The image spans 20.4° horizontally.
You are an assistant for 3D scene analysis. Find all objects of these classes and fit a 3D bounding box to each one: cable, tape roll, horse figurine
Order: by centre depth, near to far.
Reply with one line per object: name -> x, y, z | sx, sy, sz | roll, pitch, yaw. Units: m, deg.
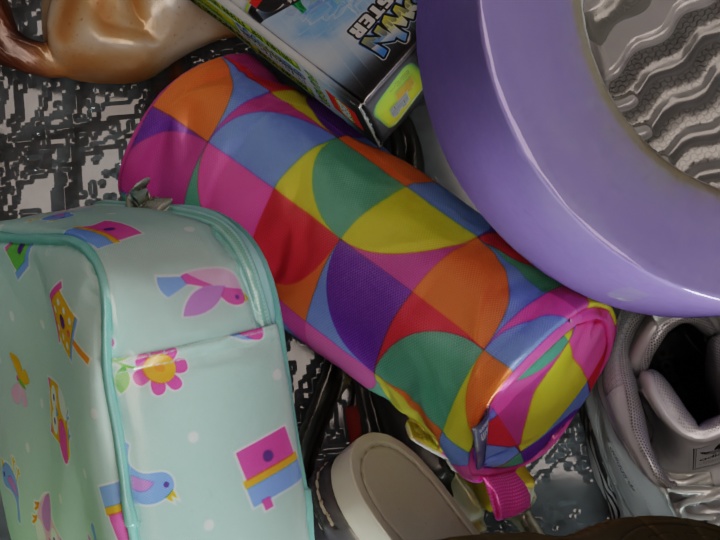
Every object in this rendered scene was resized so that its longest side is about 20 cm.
tape roll -> 0.123, -0.085, 0.673 | 0.198, 0.085, 0.202 | 1, 87, -12
horse figurine -> -0.081, -0.127, 0.799 | 0.199, 0.050, 0.133 | -19, 83, -6
cable -> 0.006, 0.033, 0.813 | 0.097, 0.050, 0.201 | -18, 77, 13

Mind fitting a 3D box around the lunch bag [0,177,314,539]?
lunch bag -> -0.082, 0.068, 0.730 | 0.077, 0.160, 0.202 | -12, 99, -27

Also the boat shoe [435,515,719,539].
boat shoe -> 0.083, 0.131, 0.690 | 0.200, 0.072, 0.066 | 6, 128, -36

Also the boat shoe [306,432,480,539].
boat shoe -> 0.037, 0.157, 0.733 | 0.063, 0.073, 0.201 | -35, 87, 29

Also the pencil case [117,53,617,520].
pencil case -> 0.000, 0.000, 0.747 | 0.200, 0.088, 0.089 | 39, 86, 26

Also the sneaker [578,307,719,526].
sneaker -> 0.134, 0.089, 0.769 | 0.075, 0.115, 0.201 | -20, 89, -3

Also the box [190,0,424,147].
box -> 0.032, -0.154, 0.748 | 0.110, 0.035, 0.200 | 38, 81, 24

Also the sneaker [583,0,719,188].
sneaker -> 0.118, -0.082, 0.775 | 0.074, 0.082, 0.201 | -24, 74, 5
